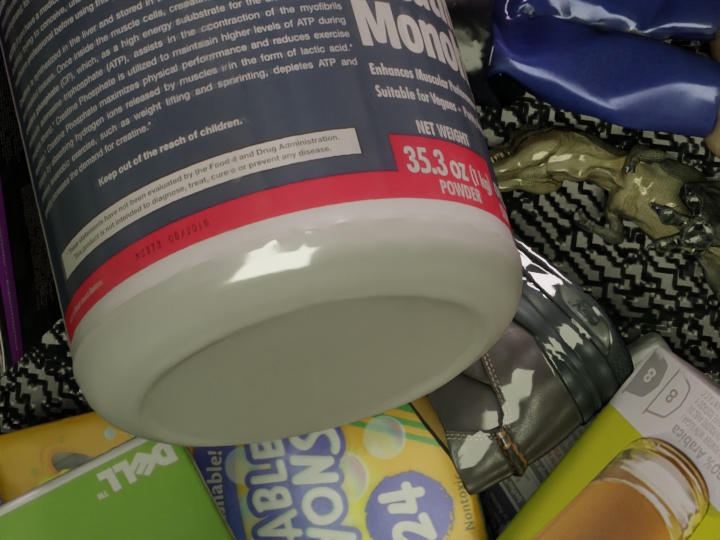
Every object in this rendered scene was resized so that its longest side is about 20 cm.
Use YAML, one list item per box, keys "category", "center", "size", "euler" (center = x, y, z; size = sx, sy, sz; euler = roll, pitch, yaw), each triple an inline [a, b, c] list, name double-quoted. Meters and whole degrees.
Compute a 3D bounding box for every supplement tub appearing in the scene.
- category: "supplement tub"
  center: [-0.038, -0.059, 0.928]
  size: [0.140, 0.140, 0.200]
  euler: [-16, 69, 3]

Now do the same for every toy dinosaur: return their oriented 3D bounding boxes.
- category: "toy dinosaur"
  center: [0.134, -0.006, 1.058]
  size: [0.200, 0.088, 0.048]
  euler: [25, 106, -2]

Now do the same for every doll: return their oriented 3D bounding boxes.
- category: "doll"
  center: [0.037, -0.085, 1.034]
  size: [0.199, 0.049, 0.137]
  euler: [10, 52, 0]

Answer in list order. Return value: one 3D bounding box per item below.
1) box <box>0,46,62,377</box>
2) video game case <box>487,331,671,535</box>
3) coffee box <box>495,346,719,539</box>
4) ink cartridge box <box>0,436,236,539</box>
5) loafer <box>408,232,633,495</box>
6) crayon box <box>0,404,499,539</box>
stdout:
- category: "box"
  center: [-0.128, -0.047, 1.001]
  size: [0.036, 0.200, 0.143]
  euler: [-7, 96, 4]
- category: "video game case"
  center: [0.086, 0.153, 1.111]
  size: [0.182, 0.023, 0.200]
  euler: [-32, 96, 4]
- category: "coffee box"
  center: [0.140, 0.187, 0.969]
  size: [0.200, 0.200, 0.198]
  euler: [36, 97, -37]
- category: "ink cartridge box"
  center: [-0.100, 0.107, 0.930]
  size: [0.148, 0.200, 0.076]
  euler: [-26, 85, -27]
- category: "loafer"
  center: [0.000, 0.000, 1.025]
  size: [0.072, 0.073, 0.200]
  euler: [-44, 52, -13]
- category: "crayon box"
  center: [-0.051, 0.105, 1.074]
  size: [0.199, 0.052, 0.126]
  euler: [-15, 84, 7]
